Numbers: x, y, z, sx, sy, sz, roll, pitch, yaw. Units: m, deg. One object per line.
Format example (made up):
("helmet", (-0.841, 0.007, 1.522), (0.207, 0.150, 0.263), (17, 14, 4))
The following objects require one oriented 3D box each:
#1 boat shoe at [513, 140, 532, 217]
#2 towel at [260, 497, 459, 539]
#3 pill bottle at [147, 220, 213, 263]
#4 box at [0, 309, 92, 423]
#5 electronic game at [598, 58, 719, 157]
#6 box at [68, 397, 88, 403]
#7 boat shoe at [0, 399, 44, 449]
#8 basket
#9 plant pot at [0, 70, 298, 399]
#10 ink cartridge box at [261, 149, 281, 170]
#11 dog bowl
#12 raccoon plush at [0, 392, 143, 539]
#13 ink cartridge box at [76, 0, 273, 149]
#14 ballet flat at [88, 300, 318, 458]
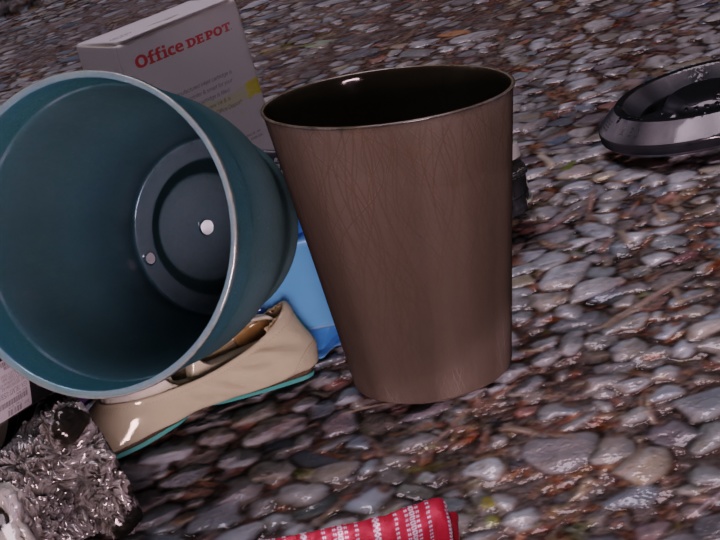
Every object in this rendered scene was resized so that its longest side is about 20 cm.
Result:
("boat shoe", (0.103, -0.073, 1.484), (0.075, 0.061, 0.200), (-17, 5, 2))
("towel", (-0.044, 0.182, 0.952), (0.199, 0.023, 0.145), (-13, 20, 8))
("pill bottle", (-0.197, 0.004, 1.426), (0.199, 0.109, 0.109), (-12, 19, 9))
("box", (-0.291, 0.059, 1.199), (0.199, 0.050, 0.198), (-1, 12, 19))
("electronic game", (0.310, -0.145, 1.553), (0.199, 0.042, 0.200), (-15, 20, 6))
("box", (-0.306, 0.040, 1.365), (0.199, 0.138, 0.039), (-2, 24, 33))
("boat shoe", (-0.283, 0.101, 1.294), (0.066, 0.075, 0.199), (6, -5, -34))
("basket", (0.034, -0.023, 1.176), (0.179, 0.201, 0.136), (1, 23, 32))
("plant pot", (-0.136, -0.027, 1.151), (0.199, 0.201, 0.188), (-8, 0, 19))
("ink cartridge box", (-0.018, -0.065, 1.422), (0.199, 0.044, 0.198), (10, -3, -37))
("dog bowl", (0.000, 0.000, 1.294), (0.199, 0.112, 0.050), (-11, 9, 12))
("raccoon plush", (-0.220, 0.152, 1.110), (0.134, 0.097, 0.200), (-31, 5, -14))
("ink cartridge box", (-0.170, -0.148, 1.683), (0.145, 0.201, 0.083), (-28, 23, -33))
("ballet flat", (-0.127, 0.075, 1.243), (0.199, 0.070, 0.069), (-22, 20, -18))
